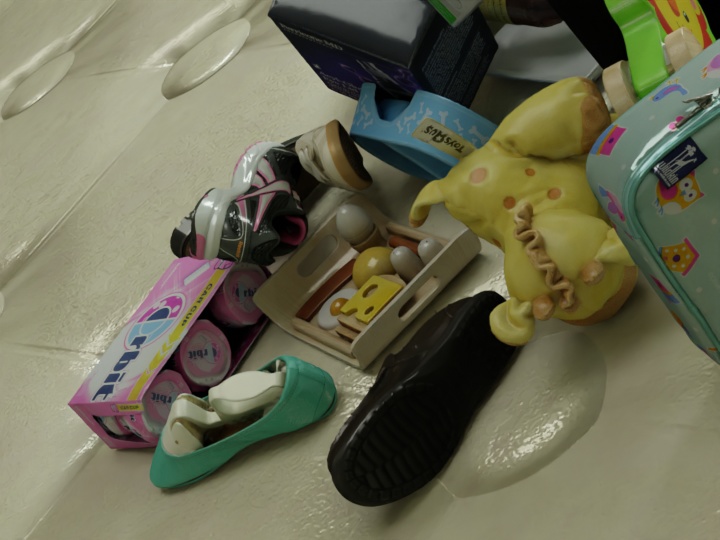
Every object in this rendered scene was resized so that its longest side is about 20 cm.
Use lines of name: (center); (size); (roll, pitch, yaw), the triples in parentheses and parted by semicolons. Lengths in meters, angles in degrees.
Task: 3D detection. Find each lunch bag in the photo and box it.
lunch bag: (0.244, -0.041, 1.028); (0.160, 0.200, 0.077); (-37, 28, 1)

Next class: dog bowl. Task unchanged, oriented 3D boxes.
dog bowl: (0.061, -0.115, 1.489); (0.200, 0.111, 0.050); (19, 80, 60)

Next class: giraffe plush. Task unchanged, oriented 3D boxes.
giraffe plush: (0.144, -0.030, 1.209); (0.173, 0.200, 0.162); (-59, 41, 33)

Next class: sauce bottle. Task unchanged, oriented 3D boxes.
sauce bottle: (0.148, -0.259, 1.547); (0.200, 0.066, 0.066); (13, 55, 33)

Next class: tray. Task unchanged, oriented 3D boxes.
tray: (0.185, -0.210, 1.566); (0.107, 0.022, 0.200); (-48, 28, -14)

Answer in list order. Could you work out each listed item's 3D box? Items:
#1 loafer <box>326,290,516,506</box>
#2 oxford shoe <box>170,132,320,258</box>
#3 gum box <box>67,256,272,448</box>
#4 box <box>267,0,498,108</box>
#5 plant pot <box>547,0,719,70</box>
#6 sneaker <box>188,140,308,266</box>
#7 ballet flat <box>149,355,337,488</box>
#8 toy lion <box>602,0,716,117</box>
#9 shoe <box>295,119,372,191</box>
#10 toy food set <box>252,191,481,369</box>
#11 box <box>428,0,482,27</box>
loafer: (0.041, 0.097, 1.234); (0.200, 0.073, 0.071); (-45, 20, -29)
oxford shoe: (-0.085, -0.059, 1.650); (0.200, 0.073, 0.084); (-43, 51, -12)
gum box: (-0.169, 0.075, 1.529); (0.113, 0.066, 0.200); (-9, 40, 47)
box: (0.025, -0.219, 1.522); (0.148, 0.200, 0.105); (23, 84, 21)
plant pot: (0.253, -0.247, 1.366); (0.200, 0.200, 0.177); (-45, 14, -12)
sneaker: (-0.084, -0.049, 1.518); (0.086, 0.081, 0.200); (18, 32, 9)
ballet flat: (-0.114, 0.119, 1.383); (0.200, 0.070, 0.067); (-26, 43, 26)
toy lion: (0.228, -0.159, 1.199); (0.069, 0.200, 0.192); (-27, 43, 26)
shoe: (-0.028, -0.100, 1.544); (0.053, 0.070, 0.200); (-30, 7, 3)
toy food set: (0.000, 0.000, 1.436); (0.144, 0.060, 0.200); (-45, 26, -12)
box: (0.124, -0.307, 1.326); (0.200, 0.097, 0.176); (-45, 4, -5)
